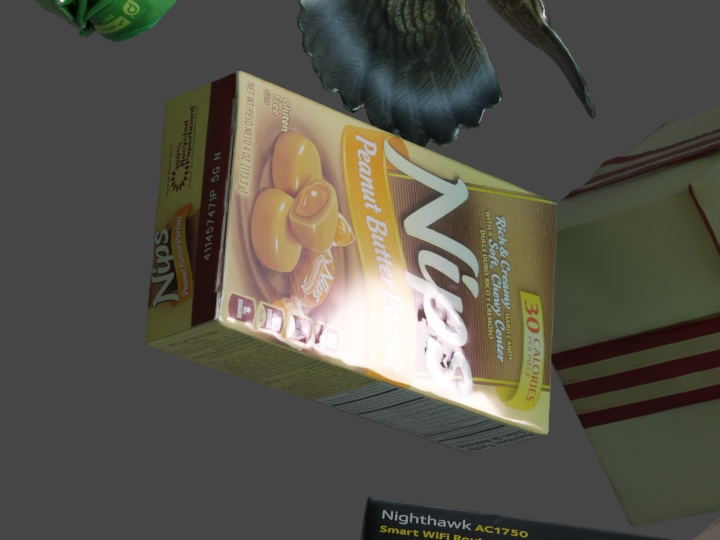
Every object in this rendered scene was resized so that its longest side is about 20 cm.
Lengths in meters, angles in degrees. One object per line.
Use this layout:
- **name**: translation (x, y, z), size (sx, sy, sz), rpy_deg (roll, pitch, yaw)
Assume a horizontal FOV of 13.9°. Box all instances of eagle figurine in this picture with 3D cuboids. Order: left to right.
- **eagle figurine**: translation (0.044, -0.168, 1.376), size (0.151, 0.151, 0.201), rpy_deg (2, 108, -5)

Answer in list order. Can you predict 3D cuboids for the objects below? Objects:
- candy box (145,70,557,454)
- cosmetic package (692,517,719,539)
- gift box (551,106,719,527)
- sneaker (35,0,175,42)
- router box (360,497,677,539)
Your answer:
- **candy box**: translation (0.000, 0.000, 1.316), size (0.199, 0.055, 0.116), rpy_deg (20, 65, -38)
- **cosmetic package**: translation (0.220, 0.218, 1.437), size (0.103, 0.073, 0.201), rpy_deg (-33, 108, -43)
- **gift box**: translation (0.215, 0.016, 1.424), size (0.184, 0.186, 0.201), rpy_deg (-41, 106, -41)
- **sneaker**: translation (-0.114, -0.138, 1.236), size (0.199, 0.074, 0.084), rpy_deg (-13, 83, -45)
- **router box**: translation (0.092, 0.170, 1.243), size (0.199, 0.051, 0.149), rpy_deg (8, 32, -1)
